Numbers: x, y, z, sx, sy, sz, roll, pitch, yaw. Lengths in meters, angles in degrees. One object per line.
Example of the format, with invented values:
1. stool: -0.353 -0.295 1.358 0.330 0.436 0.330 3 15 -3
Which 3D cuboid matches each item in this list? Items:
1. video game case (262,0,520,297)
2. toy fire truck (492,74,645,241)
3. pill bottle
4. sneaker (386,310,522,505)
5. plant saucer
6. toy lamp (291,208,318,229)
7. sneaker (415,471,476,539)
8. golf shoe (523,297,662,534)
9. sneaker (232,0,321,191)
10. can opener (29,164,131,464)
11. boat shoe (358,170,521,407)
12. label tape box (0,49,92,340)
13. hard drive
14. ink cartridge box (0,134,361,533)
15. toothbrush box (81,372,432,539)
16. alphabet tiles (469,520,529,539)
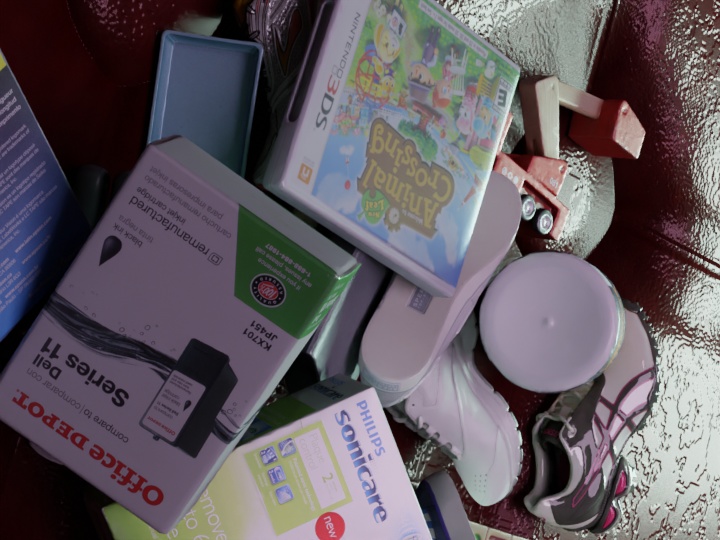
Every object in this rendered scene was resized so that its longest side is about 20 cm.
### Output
1. video game case: 0.027 -0.101 1.569 0.200 0.022 0.183 32 70 -45
2. toy fire truck: 0.140 -0.103 1.808 0.200 0.049 0.141 36 70 -44
3. pill bottle: 0.152 0.040 1.760 0.200 0.106 0.107 7 93 -82
4. sneaker: 0.059 0.100 1.749 0.087 0.074 0.201 -36 112 -29
5. plant saucer: -0.113 -0.058 1.532 0.019 0.070 0.201 -3 101 -87
6. toy lamp: -0.051 -0.014 1.609 0.058 0.058 0.201 37 71 -45
7. sneaker: 0.022 0.235 1.708 0.146 0.200 0.081 -22 118 0
8. golf shoe: 0.193 0.119 1.890 0.088 0.077 0.201 12 88 -41
9. sneaker: -0.053 -0.154 1.572 0.082 0.078 0.201 10 83 -12
10. can opener: -0.177 0.032 1.491 0.066 0.052 0.201 -18 116 -82
11. boat shoe: 0.057 0.016 1.669 0.069 0.072 0.200 107 7 -62
12. label tape box: -0.260 -0.053 1.364 0.143 0.066 0.200 -48 127 -33
13. hard drive: 0.000 0.000 1.635 0.140 0.033 0.200 78 34 -63
14. ink cartridge box: -0.117 0.039 1.403 0.200 0.146 0.083 -56 177 11
15. toothbrush box: -0.065 0.177 1.524 0.199 0.086 0.146 -23 100 -15
16. alphabet tiles: 0.102 0.298 1.871 0.200 0.006 0.167 23 79 -48
